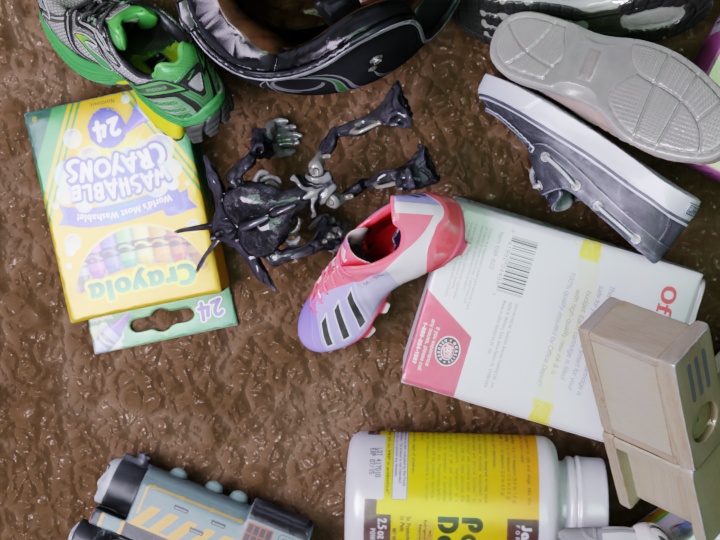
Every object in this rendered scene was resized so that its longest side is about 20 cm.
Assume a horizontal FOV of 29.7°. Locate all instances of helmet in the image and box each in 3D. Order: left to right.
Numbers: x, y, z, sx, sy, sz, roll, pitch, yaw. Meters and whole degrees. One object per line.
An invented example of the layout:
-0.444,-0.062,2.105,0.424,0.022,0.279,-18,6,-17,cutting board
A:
-0.025,-0.222,0.987,0.199,0.191,0.202,7,108,21,helmet

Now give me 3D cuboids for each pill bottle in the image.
0.089,0.182,1.054,0.198,0.109,0.110,1,95,3,pill bottle

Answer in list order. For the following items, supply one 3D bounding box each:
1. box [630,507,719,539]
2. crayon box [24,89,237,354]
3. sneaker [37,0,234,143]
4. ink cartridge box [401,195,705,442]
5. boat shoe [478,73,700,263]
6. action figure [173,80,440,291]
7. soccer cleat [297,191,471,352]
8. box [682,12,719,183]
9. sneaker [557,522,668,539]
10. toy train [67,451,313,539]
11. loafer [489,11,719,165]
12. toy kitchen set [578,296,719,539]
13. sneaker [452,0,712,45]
0.223,0.275,1.060,0.200,0.101,0.113,-37,92,5,box
-0.180,-0.039,1.077,0.125,0.052,0.201,-12,95,4,crayon box
-0.175,-0.181,1.021,0.200,0.085,0.078,34,70,29,sneaker
0.146,0.040,1.052,0.199,0.083,0.146,17,96,1,ink cartridge box
0.159,-0.078,1.027,0.200,0.072,0.068,38,103,22,boat shoe
-0.042,-0.062,1.046,0.199,0.102,0.119,-24,99,9,action figure
0.000,0.000,1.022,0.076,0.200,0.067,14,55,-35,soccer cleat
0.352,-0.127,1.023,0.199,0.097,0.177,27,96,1,box
0.163,0.281,0.982,0.115,0.075,0.202,3,84,8,sneaker
-0.131,0.224,1.087,0.199,0.085,0.115,22,84,2,toy train
0.189,-0.132,0.990,0.199,0.063,0.072,30,92,26,loafer
0.289,0.072,0.942,0.200,0.163,0.181,-41,130,-26,toy kitchen set
0.167,-0.223,1.050,0.198,0.077,0.089,-3,64,4,sneaker
